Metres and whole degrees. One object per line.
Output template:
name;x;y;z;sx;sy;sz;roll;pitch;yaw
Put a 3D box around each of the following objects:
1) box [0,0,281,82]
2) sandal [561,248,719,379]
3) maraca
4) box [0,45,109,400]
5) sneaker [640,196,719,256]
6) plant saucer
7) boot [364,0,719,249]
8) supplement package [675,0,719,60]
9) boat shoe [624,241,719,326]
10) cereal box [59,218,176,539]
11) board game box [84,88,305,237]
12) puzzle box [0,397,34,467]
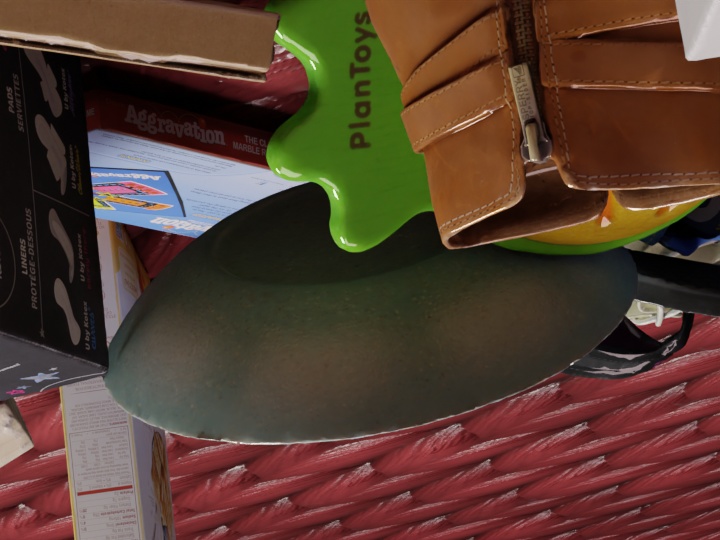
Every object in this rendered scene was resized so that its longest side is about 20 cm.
box;-0.141;-0.082;0.655;0.199;0.021;0.163;6;-173;-21
sandal;0.074;0.014;0.913;0.200;0.048;0.075;5;-172;34
maraca;0.059;-0.070;0.782;0.199;0.138;0.107;-8;-167;-26
box;-0.208;-0.013;0.836;0.199;0.133;0.115;-14;163;21
sneaker;0.108;-0.055;0.904;0.199;0.082;0.074;8;126;-32
plant saucer;0.000;0.000;0.843;0.200;0.039;0.201;-9;-158;4
boot;0.088;-0.098;0.638;0.199;0.156;0.074;-20;161;36
supplement package;0.162;-0.151;0.489;0.199;0.153;0.151;-8;166;-2
boat shoe;0.135;-0.009;1.053;0.199;0.062;0.072;-28;170;-26
cereal box;-0.116;0.084;1.118;0.039;0.201;0.144;-8;166;0
board game box;-0.077;-0.041;1.008;0.103;0.020;0.199;-16;163;37
puzzle box;-0.215;0.049;0.936;0.133;0.200;0.025;-32;123;-5
